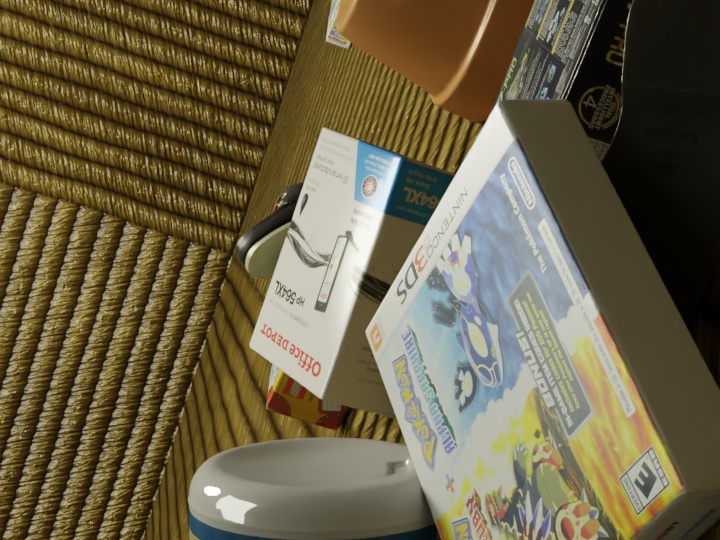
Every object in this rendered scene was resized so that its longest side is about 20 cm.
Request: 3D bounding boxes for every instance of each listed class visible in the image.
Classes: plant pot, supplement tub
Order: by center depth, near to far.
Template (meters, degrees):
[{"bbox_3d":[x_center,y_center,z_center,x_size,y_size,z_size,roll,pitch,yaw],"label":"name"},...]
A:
[{"bbox_3d":[-0.020,0.201,0.730,0.145,0.144,0.201,-152,61,-80],"label":"supplement tub"},{"bbox_3d":[0.067,-0.238,1.110,0.200,0.139,0.201,-162,90,-79],"label":"plant pot"}]

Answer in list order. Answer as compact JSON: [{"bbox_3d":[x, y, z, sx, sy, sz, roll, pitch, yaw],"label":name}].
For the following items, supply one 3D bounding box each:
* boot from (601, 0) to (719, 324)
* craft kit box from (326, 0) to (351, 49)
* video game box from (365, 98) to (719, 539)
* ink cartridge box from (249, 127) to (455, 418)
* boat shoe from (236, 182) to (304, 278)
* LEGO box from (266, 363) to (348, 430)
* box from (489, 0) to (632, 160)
[{"bbox_3d":[0.144,-0.040,0.642,0.075,0.073,0.201,-9,-65,-68],"label":"boot"},{"bbox_3d":[0.002,-0.484,2.136,0.198,0.048,0.201,-89,19,-50],"label":"craft kit box"},{"bbox_3d":[0.077,0.055,0.620,0.183,0.047,0.201,116,142,-48],"label":"video game box"},{"bbox_3d":[0.000,0.000,1.109,0.146,0.084,0.201,27,100,58],"label":"ink cartridge box"},{"bbox_3d":[-0.060,-0.050,1.388,0.201,0.063,0.074,-30,-29,-45],"label":"boat shoe"},{"bbox_3d":[-0.020,0.026,1.305,0.149,0.077,0.201,-88,18,-57],"label":"LEGO box"},{"bbox_3d":[0.139,-0.149,0.831,0.161,0.049,0.201,-108,36,-70],"label":"box"}]
